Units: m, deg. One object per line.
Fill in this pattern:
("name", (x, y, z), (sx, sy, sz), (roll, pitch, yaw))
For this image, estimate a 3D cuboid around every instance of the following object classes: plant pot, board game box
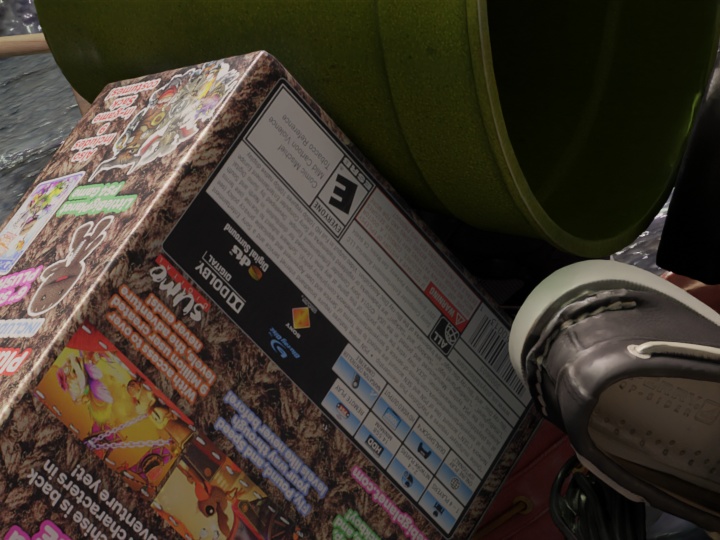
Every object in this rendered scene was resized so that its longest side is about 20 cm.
("plant pot", (-0.001, -0.112, 0.915), (0.192, 0.201, 0.200), (5, 26, 29))
("board game box", (-0.057, 0.060, 0.853), (0.097, 0.160, 0.200), (-5, 44, 53))

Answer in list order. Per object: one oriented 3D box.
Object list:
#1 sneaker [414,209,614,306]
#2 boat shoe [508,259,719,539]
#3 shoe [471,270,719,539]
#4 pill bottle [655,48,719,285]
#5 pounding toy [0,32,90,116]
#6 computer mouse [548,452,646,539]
("sneaker", (0.000, 0.000, 1.001), (0.199, 0.114, 0.076), (-23, 46, -13))
("boat shoe", (0.139, 0.058, 0.843), (0.074, 0.199, 0.060), (-55, 25, 17))
("shoe", (0.086, 0.033, 0.972), (0.200, 0.091, 0.071), (-48, 24, -4))
("pill bottle", (0.205, -0.012, 0.900), (0.199, 0.112, 0.112), (18, 24, 9))
("pounding toy", (-0.145, -0.156, 2.042), (0.199, 0.143, 0.184), (-16, 15, 17))
("computer mouse", (0.023, 0.151, 0.842), (0.200, 0.046, 0.141), (-36, 24, 10))
